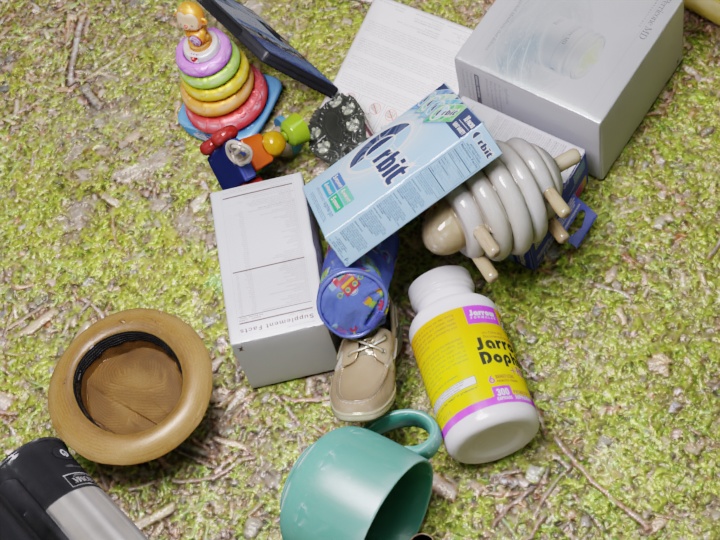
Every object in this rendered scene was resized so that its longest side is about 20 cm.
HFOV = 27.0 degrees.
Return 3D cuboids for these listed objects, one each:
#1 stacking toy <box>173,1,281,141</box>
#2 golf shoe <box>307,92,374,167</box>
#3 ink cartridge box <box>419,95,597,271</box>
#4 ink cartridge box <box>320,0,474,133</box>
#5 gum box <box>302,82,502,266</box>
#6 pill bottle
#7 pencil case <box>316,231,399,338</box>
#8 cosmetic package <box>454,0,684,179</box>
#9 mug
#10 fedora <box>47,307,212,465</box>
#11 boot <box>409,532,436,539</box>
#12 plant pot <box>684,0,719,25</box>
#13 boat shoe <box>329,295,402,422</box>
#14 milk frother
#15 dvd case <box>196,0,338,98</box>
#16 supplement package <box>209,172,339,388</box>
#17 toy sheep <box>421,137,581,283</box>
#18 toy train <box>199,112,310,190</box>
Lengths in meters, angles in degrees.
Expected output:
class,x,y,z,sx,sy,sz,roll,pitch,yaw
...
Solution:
class,x,y,z,sx,sy,sz,roll,pitch,yaw
stacking toy,-0.180,-0.249,1.798,0.115,0.201,0.110,18,65,22
golf shoe,-0.003,-0.129,1.774,0.077,0.088,0.201,-35,46,8
ink cartridge box,0.171,-0.094,1.717,0.199,0.077,0.137,26,72,24
ink cartridge box,0.049,-0.221,1.843,0.160,0.050,0.202,24,86,22
gum box,0.039,-0.106,1.597,0.199,0.045,0.170,-35,23,4
pill bottle,0.113,0.097,1.605,0.103,0.105,0.201,-19,59,-1
pencil case,0.000,0.000,1.631,0.086,0.078,0.200,30,23,-8
cosmetic package,0.248,-0.250,1.767,0.199,0.123,0.200,28,69,22
mug,-0.004,0.231,1.534,0.114,0.153,0.185,24,30,23
fedora,-0.246,0.140,1.661,0.198,0.082,0.202,-7,56,11
boot,0.031,0.354,1.493,0.073,0.076,0.201,16,66,17
plant pot,0.452,-0.368,1.765,0.188,0.201,0.201,24,67,37
boat shoe,0.007,0.090,1.598,0.071,0.066,0.200,0,28,12
milk frother,-0.337,0.314,1.565,0.188,0.180,0.201,40,117,27
dvd case,-0.127,-0.288,1.838,0.018,0.142,0.200,-53,54,13
supplement package,-0.095,0.011,1.688,0.112,0.110,0.202,-12,59,3
toy sheep,0.152,-0.075,1.601,0.199,0.138,0.138,-26,59,-15
toy train,-0.107,-0.145,1.741,0.115,0.200,0.085,-30,94,-17
